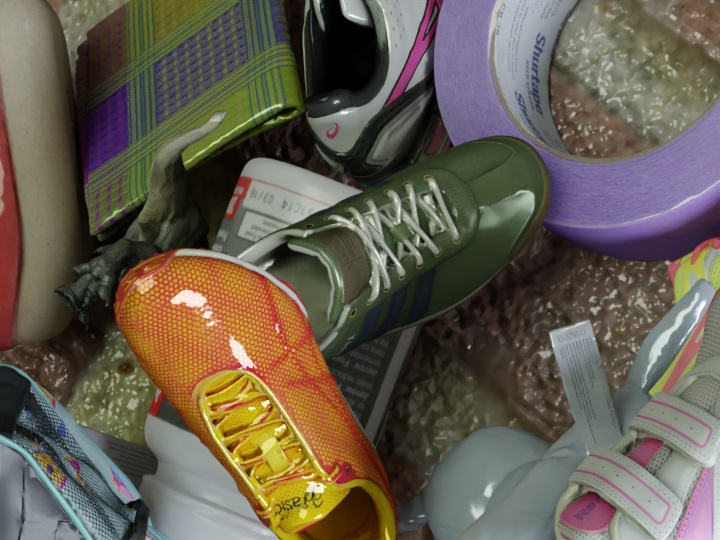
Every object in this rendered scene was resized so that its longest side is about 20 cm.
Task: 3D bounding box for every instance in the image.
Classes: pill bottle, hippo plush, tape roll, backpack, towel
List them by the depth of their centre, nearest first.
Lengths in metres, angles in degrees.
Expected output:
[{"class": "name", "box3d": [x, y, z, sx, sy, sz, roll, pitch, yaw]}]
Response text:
[{"class": "hippo plush", "box3d": [0.071, 0.124, 1.026, 0.161, 0.159, 0.201, -7, 98, 58]}, {"class": "backpack", "box3d": [-0.159, 0.161, 1.043, 0.176, 0.153, 0.200, -39, 99, 10]}, {"class": "tape roll", "box3d": [0.137, -0.109, 1.121, 0.200, 0.066, 0.201, -10, 70, 29]}, {"class": "pill bottle", "box3d": [-0.040, 0.055, 1.151, 0.114, 0.114, 0.201, 19, 86, 34]}, {"class": "towel", "box3d": [-0.093, -0.110, 1.239, 0.143, 0.023, 0.200, -33, 35, 17]}]

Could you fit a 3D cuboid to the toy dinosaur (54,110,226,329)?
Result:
[{"class": "toy dinosaur", "box3d": [-0.107, -0.012, 1.158, 0.088, 0.200, 0.047, -37, 72, -19]}]

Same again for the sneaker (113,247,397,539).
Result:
[{"class": "sneaker", "box3d": [-0.035, 0.065, 0.991, 0.073, 0.200, 0.077, -32, 37, 9]}]

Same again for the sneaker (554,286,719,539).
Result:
[{"class": "sneaker", "box3d": [0.128, 0.092, 0.914, 0.081, 0.088, 0.201, 1, 73, 67]}]

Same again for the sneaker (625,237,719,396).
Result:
[{"class": "sneaker", "box3d": [0.184, 0.001, 1.054, 0.090, 0.078, 0.200, 31, 94, 36]}]

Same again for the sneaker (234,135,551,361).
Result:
[{"class": "sneaker", "box3d": [0.000, 0.000, 1.050, 0.200, 0.090, 0.067, -29, 85, 1]}]

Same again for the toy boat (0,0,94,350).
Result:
[{"class": "toy boat", "box3d": [-0.218, -0.054, 1.249, 0.130, 0.131, 0.201, -9, 93, -1]}]

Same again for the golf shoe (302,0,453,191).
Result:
[{"class": "golf shoe", "box3d": [0.013, -0.139, 1.177, 0.072, 0.092, 0.201, -11, 56, 26]}]

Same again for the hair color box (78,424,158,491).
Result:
[{"class": "hair color box", "box3d": [-0.131, 0.189, 1.175, 0.060, 0.099, 0.201, -17, 68, 24]}]
